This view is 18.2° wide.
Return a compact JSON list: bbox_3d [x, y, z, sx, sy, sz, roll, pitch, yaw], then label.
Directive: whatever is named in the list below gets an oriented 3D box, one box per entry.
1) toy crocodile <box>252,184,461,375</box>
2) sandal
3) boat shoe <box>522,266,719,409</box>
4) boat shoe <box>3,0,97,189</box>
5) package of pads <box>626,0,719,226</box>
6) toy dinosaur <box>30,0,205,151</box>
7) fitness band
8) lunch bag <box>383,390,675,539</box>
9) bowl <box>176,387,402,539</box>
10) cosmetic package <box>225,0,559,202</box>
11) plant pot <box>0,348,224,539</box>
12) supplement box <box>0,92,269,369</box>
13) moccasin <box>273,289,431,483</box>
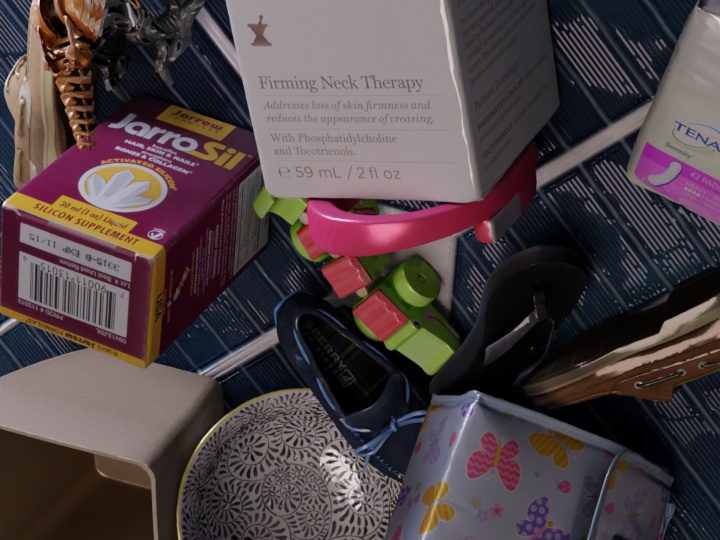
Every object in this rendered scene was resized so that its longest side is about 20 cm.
[{"bbox_3d":[0.000,0.000,1.708,0.067,0.062,0.200,-33,100,38],"label":"toy crocodile"},{"bbox_3d":[0.116,0.053,1.672,0.076,0.043,0.200,0,141,-24],"label":"sandal"},{"bbox_3d":[0.210,0.068,1.630,0.200,0.072,0.068,-26,107,35],"label":"boat shoe"},{"bbox_3d":[-0.249,-0.137,1.751,0.064,0.071,0.201,17,126,17],"label":"boat shoe"},{"bbox_3d":[0.293,-0.090,1.495,0.199,0.068,0.155,27,128,10],"label":"package of pads"},{"bbox_3d":[-0.203,-0.187,1.649,0.102,0.136,0.201,11,82,39],"label":"toy dinosaur"},{"bbox_3d":[0.044,-0.058,1.562,0.143,0.200,0.038,3,114,22],"label":"fitness band"},{"bbox_3d":[0.131,0.197,1.661,0.199,0.170,0.127,24,169,-16],"label":"lunch bag"},{"bbox_3d":[-0.054,0.193,1.811,0.201,0.201,0.094,49,172,-7],"label":"bowl"},{"bbox_3d":[0.022,-0.171,1.526,0.167,0.166,0.201,2,118,27],"label":"cosmetic package"},{"bbox_3d":[-0.210,0.173,1.848,0.199,0.177,0.201,12,123,21],"label":"plant pot"},{"bbox_3d":[-0.164,-0.033,1.686,0.130,0.200,0.104,19,125,17],"label":"supplement box"},{"bbox_3d":[0.003,0.103,1.737,0.200,0.068,0.081,43,88,-9],"label":"moccasin"}]
